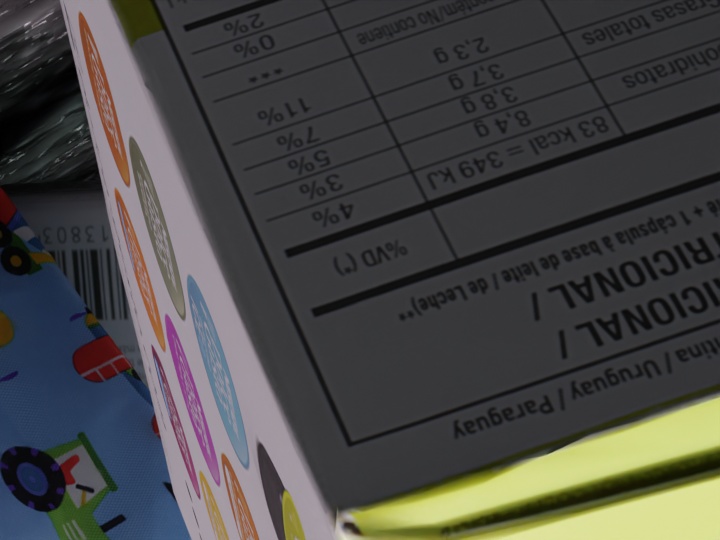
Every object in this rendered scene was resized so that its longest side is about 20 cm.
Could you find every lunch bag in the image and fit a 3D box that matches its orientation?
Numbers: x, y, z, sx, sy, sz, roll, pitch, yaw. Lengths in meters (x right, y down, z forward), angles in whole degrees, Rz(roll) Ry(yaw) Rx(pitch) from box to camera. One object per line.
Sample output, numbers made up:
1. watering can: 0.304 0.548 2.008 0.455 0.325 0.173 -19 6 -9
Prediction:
1. lunch bag: -0.129 0.090 0.676 0.094 0.151 0.200 -25 164 -49

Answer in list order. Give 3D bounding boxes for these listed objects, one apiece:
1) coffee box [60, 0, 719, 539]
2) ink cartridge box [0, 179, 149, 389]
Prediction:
1. coffee box: 0.070 0.010 0.475 0.199 0.198 0.200 -18 135 -8
2. ink cartridge box: -0.009 0.063 0.677 0.199 0.175 0.044 -2 -173 26
